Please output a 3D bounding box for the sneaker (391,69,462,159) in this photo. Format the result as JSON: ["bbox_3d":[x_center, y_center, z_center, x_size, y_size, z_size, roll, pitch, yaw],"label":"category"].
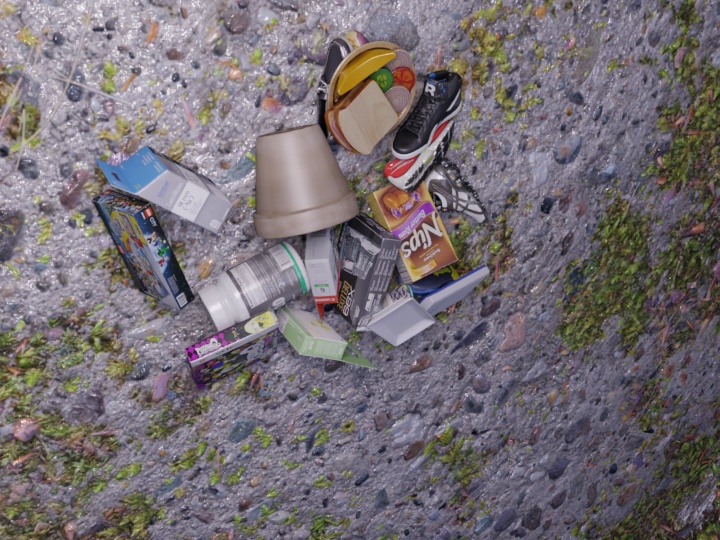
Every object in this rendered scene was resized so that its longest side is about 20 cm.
[{"bbox_3d":[0.123,-0.317,1.465,0.200,0.073,0.112,-48,152,-22],"label":"sneaker"}]

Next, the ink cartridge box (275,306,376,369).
[{"bbox_3d":[-0.068,0.139,1.564,0.199,0.145,0.048,14,104,-35],"label":"ink cartridge box"}]

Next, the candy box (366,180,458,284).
[{"bbox_3d":[0.107,-0.087,1.550,0.116,0.056,0.202,-25,93,-18],"label":"candy box"}]

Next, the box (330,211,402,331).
[{"bbox_3d":[0.000,0.000,1.527,0.049,0.158,0.202,4,112,-32],"label":"box"}]

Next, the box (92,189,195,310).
[{"bbox_3d":[-0.372,-0.035,1.295,0.038,0.136,0.201,-40,131,-31],"label":"box"}]

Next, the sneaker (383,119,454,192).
[{"bbox_3d":[0.120,-0.250,1.526,0.200,0.085,0.077,-48,159,-25],"label":"sneaker"}]

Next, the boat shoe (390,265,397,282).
[{"bbox_3d":[0.040,-0.021,1.601,0.074,0.076,0.201,37,86,-31],"label":"boat shoe"}]

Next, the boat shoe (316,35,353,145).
[{"bbox_3d":[-0.048,-0.324,1.380,0.062,0.072,0.202,-25,131,-39],"label":"boat shoe"}]

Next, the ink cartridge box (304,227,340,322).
[{"bbox_3d":[-0.068,0.002,1.483,0.050,0.110,0.201,-3,140,6],"label":"ink cartridge box"}]

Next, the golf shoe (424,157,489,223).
[{"bbox_3d":[0.205,-0.157,1.635,0.094,0.078,0.200,-37,128,13],"label":"golf shoe"}]

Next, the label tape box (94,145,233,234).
[{"bbox_3d":[-0.328,-0.150,1.260,0.199,0.144,0.064,27,99,-38],"label":"label tape box"}]

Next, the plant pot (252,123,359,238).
[{"bbox_3d":[-0.113,-0.170,1.371,0.198,0.200,0.175,-17,105,-23],"label":"plant pot"}]

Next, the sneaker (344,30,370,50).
[{"bbox_3d":[0.036,-0.381,1.415,0.090,0.075,0.201,-45,135,-13],"label":"sneaker"}]

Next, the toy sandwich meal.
[{"bbox_3d":[0.025,-0.309,1.352,0.203,0.070,0.207,-17,129,-22],"label":"toy sandwich meal"}]

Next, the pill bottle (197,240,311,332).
[{"bbox_3d":[-0.205,0.035,1.449,0.199,0.113,0.114,-29,126,-15],"label":"pill bottle"}]

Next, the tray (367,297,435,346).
[{"bbox_3d":[0.083,0.101,1.531,0.107,0.022,0.200,-33,155,7],"label":"tray"}]

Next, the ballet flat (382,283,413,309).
[{"bbox_3d":[0.058,0.083,1.605,0.072,0.072,0.200,-24,169,-18],"label":"ballet flat"}]

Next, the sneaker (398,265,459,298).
[{"bbox_3d":[0.141,0.029,1.651,0.082,0.074,0.199,-44,156,30],"label":"sneaker"}]

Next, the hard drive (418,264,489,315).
[{"bbox_3d":[0.188,0.061,1.675,0.199,0.025,0.132,-25,163,-39],"label":"hard drive"}]

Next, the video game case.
[{"bbox_3d":[-0.247,0.156,1.463,0.180,0.036,0.200,-24,162,-17],"label":"video game case"}]
